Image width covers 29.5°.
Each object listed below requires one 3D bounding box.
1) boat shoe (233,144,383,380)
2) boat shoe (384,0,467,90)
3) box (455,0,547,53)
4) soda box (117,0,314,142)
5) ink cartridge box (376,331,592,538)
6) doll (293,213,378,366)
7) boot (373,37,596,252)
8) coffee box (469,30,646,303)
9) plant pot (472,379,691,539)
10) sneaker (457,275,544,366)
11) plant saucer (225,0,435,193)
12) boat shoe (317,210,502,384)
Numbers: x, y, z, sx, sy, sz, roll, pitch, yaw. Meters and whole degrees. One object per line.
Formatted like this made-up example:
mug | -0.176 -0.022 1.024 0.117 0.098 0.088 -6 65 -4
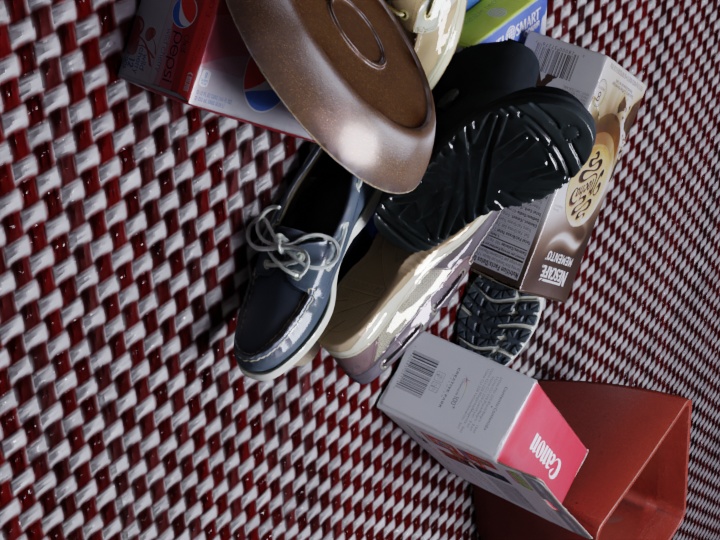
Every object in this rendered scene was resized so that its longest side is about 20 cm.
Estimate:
boat shoe | -0.040 -0.019 0.980 0.202 0.074 0.062 -59 150 -17
boat shoe | 0.042 -0.215 1.002 0.066 0.074 0.202 8 110 -34
box | 0.109 -0.151 1.160 0.122 0.047 0.202 -41 141 -38
soda box | -0.063 -0.130 0.886 0.199 0.063 0.071 8 102 -58
ink cartridge box | 0.136 0.155 1.266 0.085 0.174 0.200 -60 149 -12
doll | 0.000 0.000 1.078 0.200 0.048 0.137 -50 142 -28
boot | 0.100 -0.116 0.990 0.076 0.199 0.169 39 48 -19
coffee box | 0.158 -0.084 1.155 0.113 0.079 0.203 11 101 -61
plant pot | 0.226 0.232 1.454 0.200 0.175 0.202 -45 143 -33
sneaker | 0.160 0.007 1.309 0.086 0.077 0.203 18 93 -62
plant saucer | -0.012 -0.142 0.855 0.032 0.202 0.199 -34 160 25
boat shoe | 0.044 0.002 1.041 0.200 0.071 0.065 -49 134 -24
